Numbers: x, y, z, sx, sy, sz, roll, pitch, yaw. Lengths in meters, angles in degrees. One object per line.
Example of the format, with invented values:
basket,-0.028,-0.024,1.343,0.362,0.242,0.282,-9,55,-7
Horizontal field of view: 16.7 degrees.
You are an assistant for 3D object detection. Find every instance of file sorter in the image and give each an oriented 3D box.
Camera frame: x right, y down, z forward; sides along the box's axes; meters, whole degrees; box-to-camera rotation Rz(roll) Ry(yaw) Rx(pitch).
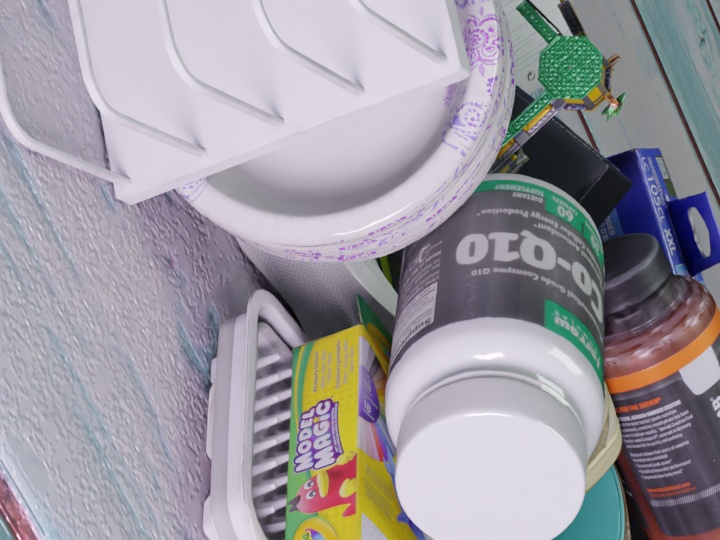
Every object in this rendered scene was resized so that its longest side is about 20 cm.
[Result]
file sorter,-0.072,-0.140,1.207,0.125,0.200,0.139,24,51,-62

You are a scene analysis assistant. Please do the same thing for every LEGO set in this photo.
LEGO set,0.055,-0.122,1.426,0.200,0.154,0.116,39,4,15

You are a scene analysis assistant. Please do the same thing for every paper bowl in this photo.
paper bowl,-0.016,-0.103,1.321,0.104,0.200,0.201,43,32,-75

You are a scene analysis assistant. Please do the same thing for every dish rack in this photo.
dish rack,-0.029,0.126,1.317,0.200,0.044,0.172,53,27,-42

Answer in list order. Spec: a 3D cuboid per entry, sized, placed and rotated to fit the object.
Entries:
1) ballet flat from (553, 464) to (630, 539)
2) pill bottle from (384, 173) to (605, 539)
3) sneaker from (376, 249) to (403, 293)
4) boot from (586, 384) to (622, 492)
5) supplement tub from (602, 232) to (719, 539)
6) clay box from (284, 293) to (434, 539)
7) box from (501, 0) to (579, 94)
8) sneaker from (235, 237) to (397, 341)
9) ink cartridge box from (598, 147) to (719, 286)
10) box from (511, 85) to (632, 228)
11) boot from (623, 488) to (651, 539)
ballet flat,0.143,0.200,1.553,0.072,0.068,0.200,92,-12,-58
pill bottle,0.071,0.048,1.284,0.113,0.113,0.200,59,21,-30
sneaker,0.051,0.042,1.549,0.074,0.081,0.200,-6,79,-70
boot,0.086,0.099,1.466,0.200,0.073,0.156,-43,140,-33
supplement tub,0.198,0.077,1.596,0.200,0.107,0.107,63,21,-21
clay box,0.007,0.120,1.284,0.115,0.048,0.200,53,25,-38
box,0.054,-0.216,1.688,0.124,0.097,0.200,17,-42,61
sneaker,0.000,0.000,1.463,0.200,0.074,0.116,60,26,-27
ink cartridge box,0.157,-0.001,1.694,0.076,0.200,0.137,-8,80,-70
box,0.067,-0.094,1.556,0.200,0.079,0.141,40,9,11
boot,0.133,0.131,1.671,0.200,0.075,0.097,40,24,-43
